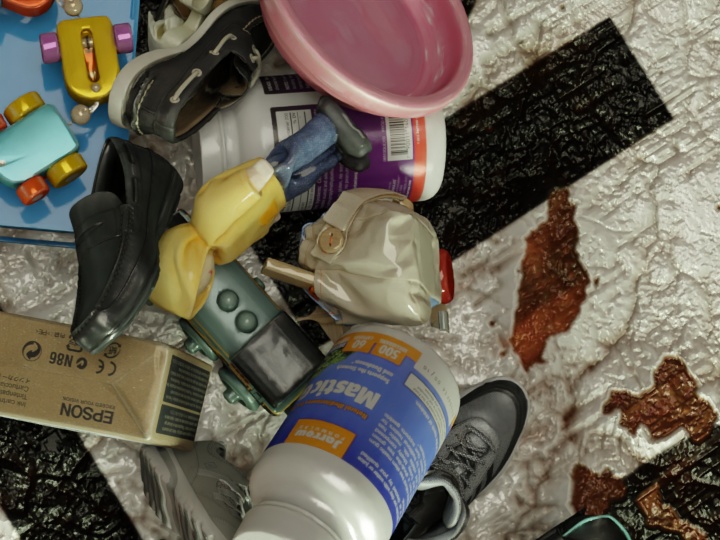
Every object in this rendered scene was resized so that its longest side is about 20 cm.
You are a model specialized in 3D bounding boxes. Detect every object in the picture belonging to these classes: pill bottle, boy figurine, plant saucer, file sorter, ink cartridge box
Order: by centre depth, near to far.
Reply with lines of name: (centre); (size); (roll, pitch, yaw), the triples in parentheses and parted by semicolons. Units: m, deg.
pill bottle: (-0.013, 0.144, 1.201); (0.112, 0.112, 0.200); (37, 49, -3)
boy figurine: (-0.082, -0.046, 1.220); (0.200, 0.124, 0.064); (-43, 80, -16)
ink cartridge box: (-0.226, 0.080, 1.231); (0.198, 0.165, 0.076); (10, 82, 8)
plant saucer: (-0.003, -0.199, 1.273); (0.199, 0.051, 0.202); (21, 50, -27)
file sorter: (-0.253, -0.124, 1.300); (0.137, 0.123, 0.202); (5, 82, -10)
pill bottle: (-0.036, -0.105, 1.341); (0.198, 0.112, 0.114); (-5, 83, -10)

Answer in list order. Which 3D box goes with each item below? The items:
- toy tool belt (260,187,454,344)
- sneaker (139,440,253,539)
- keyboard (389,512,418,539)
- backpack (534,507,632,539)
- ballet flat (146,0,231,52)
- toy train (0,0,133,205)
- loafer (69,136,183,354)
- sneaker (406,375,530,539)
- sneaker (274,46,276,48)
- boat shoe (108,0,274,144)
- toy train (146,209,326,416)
toy tool belt: (0.000, 0.000, 1.310); (0.122, 0.200, 0.126); (-6, 83, 12)
sneaker: (-0.102, 0.186, 1.260); (0.081, 0.200, 0.075); (-16, 128, -22)
keyboard: (-0.030, 0.261, 1.256); (0.104, 0.040, 0.200); (38, 88, 31)
backpack: (0.170, 0.314, 1.296); (0.175, 0.153, 0.201); (-31, 79, -11)
ballet flat: (-0.136, -0.208, 1.312); (0.068, 0.068, 0.201); (27, 115, 12)
toy train: (-0.252, -0.146, 1.216); (0.149, 0.056, 0.202); (17, 76, -6)
loafer: (-0.178, -0.021, 1.163); (0.070, 0.068, 0.201); (37, 34, -22)
sneaker: (0.076, 0.164, 1.321); (0.075, 0.114, 0.200); (44, 77, -2)
sneaker: (-0.092, -0.227, 1.368); (0.198, 0.073, 0.085); (-1, 80, -12)
boat shoe: (-0.112, -0.153, 1.260); (0.060, 0.074, 0.200); (25, 34, 20)
toy train: (-0.106, 0.033, 1.308); (0.085, 0.114, 0.200); (-41, 91, -13)
